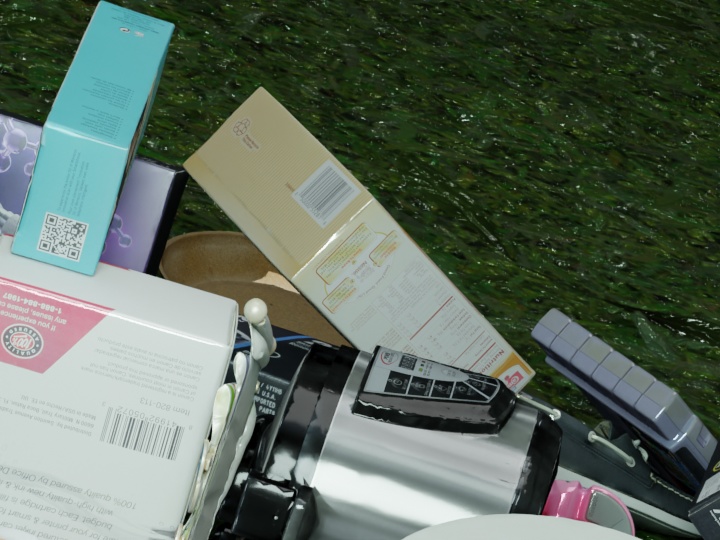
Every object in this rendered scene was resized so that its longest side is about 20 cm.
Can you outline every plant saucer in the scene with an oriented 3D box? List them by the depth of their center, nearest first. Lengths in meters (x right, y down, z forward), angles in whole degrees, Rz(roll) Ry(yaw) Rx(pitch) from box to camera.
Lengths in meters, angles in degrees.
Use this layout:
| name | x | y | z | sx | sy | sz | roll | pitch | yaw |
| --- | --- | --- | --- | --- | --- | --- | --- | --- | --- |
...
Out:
| name | x | y | z | sx | sy | sz | roll | pitch | yaw |
| --- | --- | --- | --- | --- | --- | --- | --- | --- | --- |
| plant saucer | -0.057 | 0.030 | 2.063 | 0.199 | 0.036 | 0.200 | 16 | 20 | -6 |

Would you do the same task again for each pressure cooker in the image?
| name | x | y | z | sx | sy | sz | roll | pitch | yaw |
| --- | --- | --- | --- | --- | --- | --- | --- | --- | --- |
| pressure cooker | 0.003 | 0.138 | 1.648 | 0.199 | 0.176 | 0.179 | 18 | 58 | 4 |

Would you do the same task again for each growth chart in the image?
| name | x | y | z | sx | sy | sz | roll | pitch | yaw |
| --- | --- | --- | --- | --- | --- | --- | --- | --- | --- |
| growth chart | -0.081 | 0.110 | 1.510 | 0.018 | 0.201 | 0.145 | 18 | -15 | 4 |

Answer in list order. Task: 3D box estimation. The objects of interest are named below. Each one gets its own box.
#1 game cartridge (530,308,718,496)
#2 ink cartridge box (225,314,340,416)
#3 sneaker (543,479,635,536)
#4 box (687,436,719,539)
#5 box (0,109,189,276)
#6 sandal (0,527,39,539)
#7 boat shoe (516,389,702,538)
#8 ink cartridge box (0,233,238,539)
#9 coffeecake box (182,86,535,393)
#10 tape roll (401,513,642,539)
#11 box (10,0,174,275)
| name | x | y | z | sx | sy | sz | roll | pitch | yaw |
| --- | --- | --- | --- | --- | --- | --- | --- | --- | --- |
| game cartridge | 0.202 | 0.110 | 1.940 | 0.130 | 0.038 | 0.200 | 41 | -4 | 40 |
| ink cartridge box | -0.077 | 0.058 | 1.870 | 0.197 | 0.044 | 0.200 | 18 | 9 | 24 |
| sneaker | 0.078 | 0.154 | 1.837 | 0.199 | 0.079 | 0.095 | 19 | -1 | 2 |
| box | 0.289 | 0.177 | 1.847 | 0.162 | 0.049 | 0.200 | 57 | 22 | -5 |
| box | -0.204 | 0.012 | 1.741 | 0.140 | 0.201 | 0.079 | 17 | 3 | 3 |
| sandal | -0.160 | 0.206 | 1.476 | 0.206 | 0.079 | 0.059 | 34 | 26 | 31 |
| boat shoe | 0.157 | 0.128 | 1.894 | 0.199 | 0.061 | 0.076 | 24 | -15 | -28 |
| ink cartridge box | -0.164 | 0.100 | 1.571 | 0.146 | 0.201 | 0.083 | 16 | 17 | -4 |
| coffeecake box | 0.000 | 0.000 | 1.753 | 0.200 | 0.073 | 0.154 | 47 | -1 | -42 |
| tape roll | 0.092 | 0.237 | 1.473 | 0.202 | 0.140 | 0.203 | 5 | 26 | -2 |
| box | -0.151 | -0.079 | 1.614 | 0.049 | 0.083 | 0.200 | 17 | 25 | -4 |
